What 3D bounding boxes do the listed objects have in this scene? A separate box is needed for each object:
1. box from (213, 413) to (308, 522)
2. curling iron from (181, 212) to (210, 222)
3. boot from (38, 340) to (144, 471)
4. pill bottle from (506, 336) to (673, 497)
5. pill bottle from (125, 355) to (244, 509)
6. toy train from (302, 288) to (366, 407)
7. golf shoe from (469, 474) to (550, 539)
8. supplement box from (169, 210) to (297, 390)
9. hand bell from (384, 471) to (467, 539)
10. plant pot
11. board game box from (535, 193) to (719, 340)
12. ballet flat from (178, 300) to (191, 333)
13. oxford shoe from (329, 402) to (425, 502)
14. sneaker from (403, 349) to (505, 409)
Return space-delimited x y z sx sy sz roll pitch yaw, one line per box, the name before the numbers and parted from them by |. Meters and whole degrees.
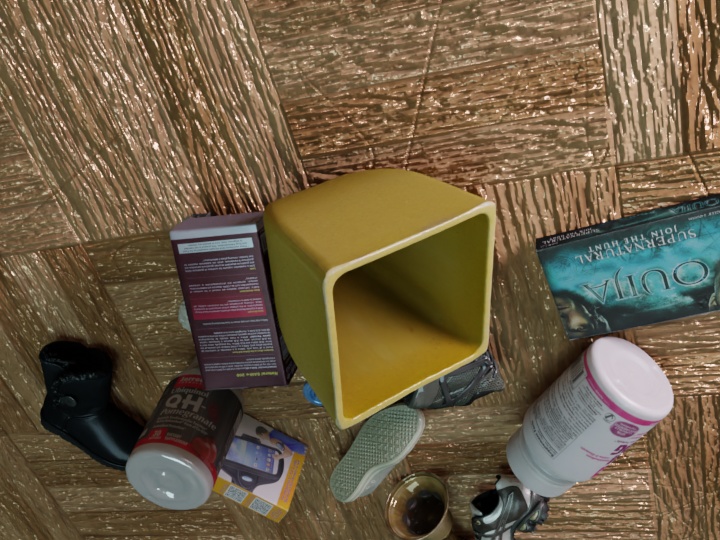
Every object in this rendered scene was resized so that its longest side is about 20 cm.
box | -0.180 0.259 1.119 0.200 0.119 0.042 31 127 -10
curling iron | -0.130 -0.010 0.965 0.200 0.026 0.050 30 129 -9
boot | -0.378 0.198 1.149 0.200 0.076 0.168 25 132 3
pill bottle | 0.269 0.183 0.955 0.113 0.114 0.200 27 128 -7
pill bottle | -0.217 0.200 1.033 0.110 0.200 0.111 6 127 8
toy train | -0.002 0.107 0.984 0.114 0.087 0.200 16 128 -2
golf shoe | 0.189 0.365 1.140 0.094 0.078 0.200 28 117 -2
supplement box | -0.144 0.037 0.923 0.108 0.061 0.201 -4 108 13
hand bell | 0.130 0.394 1.181 0.104 0.104 0.200 -19 132 26
plant pot | 0.000 0.000 0.823 0.195 0.200 0.195 -23 131 -25
board game box | 0.308 0.001 0.864 0.199 0.028 0.136 -14 120 23
ballet flat | -0.152 0.064 1.003 0.199 0.072 0.072 -3 125 17
oxford shoe | 0.029 0.253 1.107 0.058 0.075 0.200 4 132 -44
sneaker | 0.129 0.082 0.946 0.114 0.076 0.200 7 114 -19
